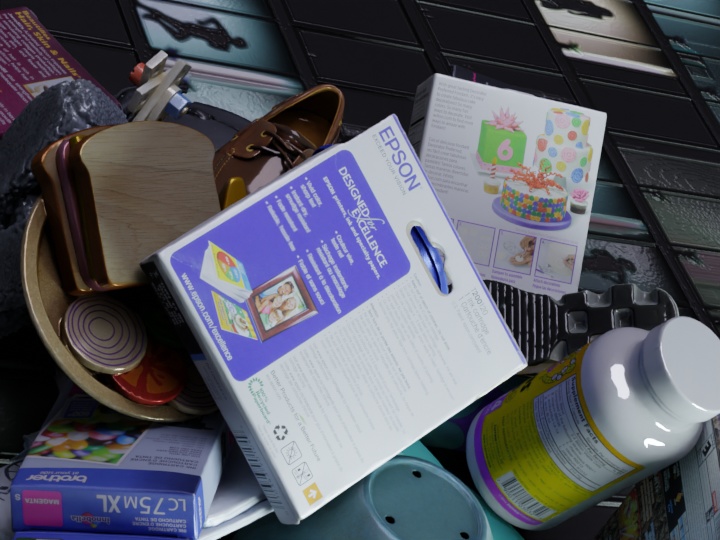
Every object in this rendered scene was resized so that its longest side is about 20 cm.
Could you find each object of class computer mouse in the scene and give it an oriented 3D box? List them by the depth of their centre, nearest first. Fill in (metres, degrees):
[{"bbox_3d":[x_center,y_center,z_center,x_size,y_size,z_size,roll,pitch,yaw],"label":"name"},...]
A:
[{"bbox_3d":[-0.122,-0.104,1.844,0.200,0.053,0.138,37,34,9],"label":"computer mouse"}]

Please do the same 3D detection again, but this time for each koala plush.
[{"bbox_3d":[-0.190,-0.003,1.606,0.200,0.184,0.177,27,41,-41],"label":"koala plush"}]

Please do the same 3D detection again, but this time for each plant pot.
[{"bbox_3d":[0.015,0.202,1.492,0.200,0.135,0.200,19,36,-15],"label":"plant pot"}]

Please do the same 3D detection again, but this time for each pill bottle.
[{"bbox_3d":[0.173,0.106,1.581,0.104,0.200,0.104,22,52,-30],"label":"pill bottle"}]

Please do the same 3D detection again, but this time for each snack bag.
[{"bbox_3d":[-0.161,0.142,1.455,0.189,0.021,0.200,18,29,38],"label":"snack bag"}]

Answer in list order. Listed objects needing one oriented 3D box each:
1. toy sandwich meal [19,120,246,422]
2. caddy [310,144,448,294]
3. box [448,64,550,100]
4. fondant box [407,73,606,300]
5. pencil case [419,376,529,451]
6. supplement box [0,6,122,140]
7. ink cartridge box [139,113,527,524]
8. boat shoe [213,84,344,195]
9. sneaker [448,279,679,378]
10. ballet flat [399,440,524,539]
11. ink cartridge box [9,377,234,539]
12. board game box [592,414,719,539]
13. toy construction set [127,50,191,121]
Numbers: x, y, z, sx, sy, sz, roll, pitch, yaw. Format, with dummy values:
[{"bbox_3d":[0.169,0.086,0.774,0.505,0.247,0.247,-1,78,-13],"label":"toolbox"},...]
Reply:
[{"bbox_3d":[-0.131,-0.003,1.441,0.205,0.070,0.205,17,61,-32],"label":"toy sandwich meal"},{"bbox_3d":[0.000,0.000,1.569,0.105,0.200,0.141,-36,57,-19],"label":"caddy"},{"bbox_3d":[0.099,-0.059,1.882,0.115,0.132,0.200,21,35,-8],"label":"box"},{"bbox_3d":[0.102,-0.040,1.734,0.144,0.058,0.200,12,83,-11],"label":"fondant box"},{"bbox_3d":[0.083,0.100,1.712,0.200,0.085,0.092,12,11,-26],"label":"pencil case"},{"bbox_3d":[-0.304,-0.112,1.675,0.200,0.103,0.131,-18,55,-46],"label":"supplement box"},{"bbox_3d":[-0.015,0.030,1.441,0.200,0.043,0.198,-32,100,-25],"label":"ink cartridge box"},{"bbox_3d":[-0.069,-0.080,1.631,0.072,0.068,0.200,39,38,-1],"label":"boat shoe"},{"bbox_3d":[0.138,0.055,1.667,0.200,0.089,0.074,3,67,9],"label":"sneaker"},{"bbox_3d":[0.049,0.174,1.618,0.200,0.062,0.067,46,23,5],"label":"ballet flat"},{"bbox_3d":[-0.152,0.125,1.421,0.119,0.042,0.200,2,24,6],"label":"ink cartridge box"},{"bbox_3d":[0.249,0.217,1.586,0.097,0.200,0.159,21,36,-15],"label":"board game box"},{"bbox_3d":[-0.125,-0.069,1.723,0.092,0.131,0.200,-34,77,-14],"label":"toy construction set"}]
